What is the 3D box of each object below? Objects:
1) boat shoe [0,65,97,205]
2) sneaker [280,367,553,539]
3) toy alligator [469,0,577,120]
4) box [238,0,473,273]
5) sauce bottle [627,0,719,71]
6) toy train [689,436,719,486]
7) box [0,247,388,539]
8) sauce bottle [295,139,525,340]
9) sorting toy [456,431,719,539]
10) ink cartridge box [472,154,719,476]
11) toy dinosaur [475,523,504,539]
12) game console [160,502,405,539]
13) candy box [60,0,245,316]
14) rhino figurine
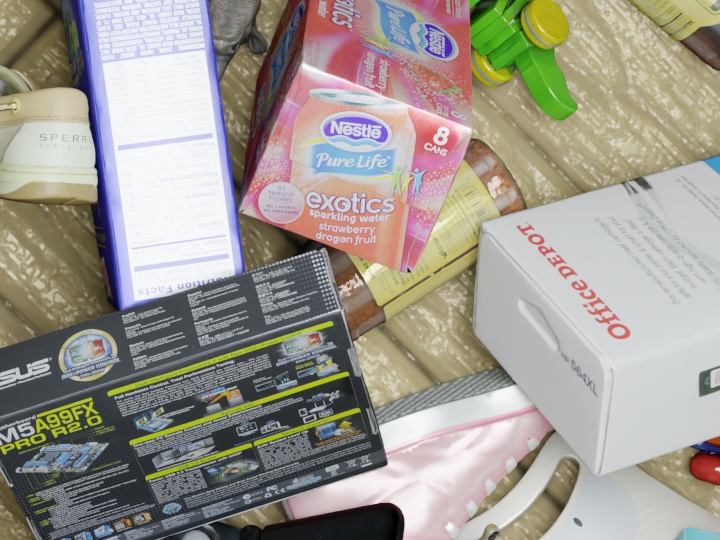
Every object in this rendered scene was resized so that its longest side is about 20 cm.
[{"bbox_3d":[-0.197,-0.078,1.463,0.074,0.200,0.067,2,97,-37],"label":"boat shoe"},{"bbox_3d":[0.051,0.123,1.581,0.199,0.075,0.105,-18,97,-8],"label":"sneaker"},{"bbox_3d":[0.065,-0.174,1.590,0.200,0.059,0.054,48,40,-8],"label":"toy alligator"},{"bbox_3d":[0.001,-0.094,1.489,0.102,0.200,0.095,21,115,-8],"label":"box"},{"bbox_3d":[0.204,-0.164,1.612,0.200,0.066,0.066,37,84,-12],"label":"sauce bottle"},{"bbox_3d":[0.230,0.087,1.595,0.199,0.116,0.085,18,87,-12],"label":"toy train"},{"bbox_3d":[-0.094,0.077,1.454,0.199,0.161,0.044,-18,53,-1],"label":"box"},{"bbox_3d":[0.000,0.000,1.563,0.199,0.066,0.066,-31,97,-11],"label":"sauce bottle"},{"bbox_3d":[0.140,0.194,1.603,0.200,0.107,0.180,-43,80,-8],"label":"sorting toy"},{"bbox_3d":[0.182,0.019,1.543,0.199,0.146,0.085,-16,131,-23],"label":"ink cartridge box"},{"bbox_3d":[0.044,0.245,1.578,0.200,0.101,0.058,-53,140,8],"label":"toy dinosaur"},{"bbox_3d":[-0.087,0.207,1.474,0.171,0.119,0.201,20,57,-14],"label":"game console"},{"bbox_3d":[-0.116,-0.080,1.492,0.077,0.169,0.201,-7,93,-8],"label":"candy box"},{"bbox_3d":[-0.061,-0.197,1.543,0.059,0.087,0.201,12,88,-4],"label":"rhino figurine"}]
